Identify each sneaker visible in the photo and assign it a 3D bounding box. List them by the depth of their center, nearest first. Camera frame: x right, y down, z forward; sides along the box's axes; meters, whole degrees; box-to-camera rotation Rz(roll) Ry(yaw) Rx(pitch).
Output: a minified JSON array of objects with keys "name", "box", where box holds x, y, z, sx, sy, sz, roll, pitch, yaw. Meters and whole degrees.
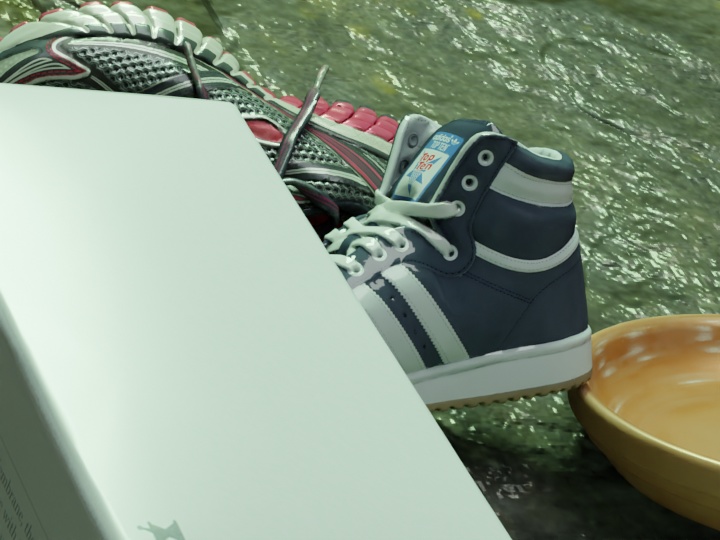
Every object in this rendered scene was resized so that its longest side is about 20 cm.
[{"name":"sneaker","box":[0.000,0.000,0.956,0.200,0.109,0.070,-8,15,-31]},{"name":"sneaker","box":[-0.059,-0.045,1.021,0.200,0.081,0.075,17,36,-14]}]

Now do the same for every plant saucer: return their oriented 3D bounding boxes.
[{"name":"plant saucer","box":[0.180,0.067,1.026,0.200,0.037,0.200,7,18,-2]}]

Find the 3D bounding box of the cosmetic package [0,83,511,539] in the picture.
[{"name":"cosmetic package","box":[-0.080,0.084,0.719,0.123,0.200,0.199,1,40,-33]}]
